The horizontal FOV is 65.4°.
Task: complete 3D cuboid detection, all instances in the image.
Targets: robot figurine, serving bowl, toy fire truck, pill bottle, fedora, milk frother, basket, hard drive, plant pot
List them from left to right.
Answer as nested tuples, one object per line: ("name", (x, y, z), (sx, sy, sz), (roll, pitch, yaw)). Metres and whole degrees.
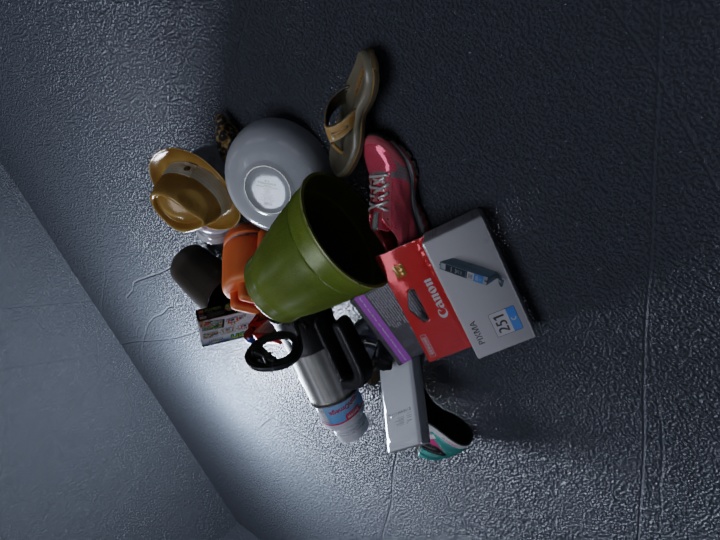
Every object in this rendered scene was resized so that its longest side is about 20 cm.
("fedora", (-0.321, -0.128, 1.038), (0.197, 0.083, 0.203), (18, 142, 14))
("basket", (-0.374, 0.032, 1.402), (0.199, 0.137, 0.181), (34, 170, 31))
("pill bottle", (-0.305, -0.149, 1.164), (0.108, 0.109, 0.201), (39, 145, 14))
("robot figurine", (-0.230, -0.013, 1.160), (0.114, 0.204, 0.145), (-7, 149, 1))
("serving bowl", (-0.146, -0.147, 0.946), (0.195, 0.066, 0.204), (7, 122, 12))
("toy fire truck", (-0.166, 0.091, 1.184), (0.198, 0.168, 0.114), (-6, 119, 51))
("milk frother", (-0.098, 0.167, 1.003), (0.179, 0.198, 0.191), (9, 126, 60))
("plant pot", (-0.083, -0.016, 0.896), (0.192, 0.200, 0.202), (-34, 96, 30))
("pill bottle", (-0.057, 0.293, 1.294), (0.108, 0.109, 0.203), (0, 123, 48))
("hard drive", (0.078, 0.227, 1.050), (0.132, 0.026, 0.204), (136, 133, -57))

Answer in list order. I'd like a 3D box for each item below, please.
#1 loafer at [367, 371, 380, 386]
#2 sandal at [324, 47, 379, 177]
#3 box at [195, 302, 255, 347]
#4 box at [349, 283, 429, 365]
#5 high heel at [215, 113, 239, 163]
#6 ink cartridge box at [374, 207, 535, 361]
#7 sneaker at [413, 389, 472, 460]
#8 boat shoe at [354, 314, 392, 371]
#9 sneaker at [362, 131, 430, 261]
("loafer", (-0.039, 0.189, 1.186), (0.197, 0.073, 0.073), (22, 107, 26))
("sandal", (-0.023, -0.221, 0.794), (0.201, 0.053, 0.081), (112, 144, -50))
("box", (-0.284, 0.116, 1.324), (0.111, 0.196, 0.035), (102, 149, -50))
("box", (0.097, 0.056, 0.902), (0.198, 0.036, 0.144), (-32, 100, 35))
("high heel", (-0.183, -0.222, 1.019), (0.141, 0.071, 0.203), (-27, 89, 34))
("ink cartridge box", (0.136, 0.037, 0.818), (0.174, 0.045, 0.202), (-24, 107, 19))
("sneaker", (0.124, 0.312, 1.147), (0.199, 0.083, 0.122), (37, 135, 16))
("boat shoe", (0.008, 0.122, 1.118), (0.199, 0.073, 0.095), (23, 106, 56))
("sneaker", (0.044, -0.101, 0.828), (0.073, 0.087, 0.203), (4, 125, 46))
